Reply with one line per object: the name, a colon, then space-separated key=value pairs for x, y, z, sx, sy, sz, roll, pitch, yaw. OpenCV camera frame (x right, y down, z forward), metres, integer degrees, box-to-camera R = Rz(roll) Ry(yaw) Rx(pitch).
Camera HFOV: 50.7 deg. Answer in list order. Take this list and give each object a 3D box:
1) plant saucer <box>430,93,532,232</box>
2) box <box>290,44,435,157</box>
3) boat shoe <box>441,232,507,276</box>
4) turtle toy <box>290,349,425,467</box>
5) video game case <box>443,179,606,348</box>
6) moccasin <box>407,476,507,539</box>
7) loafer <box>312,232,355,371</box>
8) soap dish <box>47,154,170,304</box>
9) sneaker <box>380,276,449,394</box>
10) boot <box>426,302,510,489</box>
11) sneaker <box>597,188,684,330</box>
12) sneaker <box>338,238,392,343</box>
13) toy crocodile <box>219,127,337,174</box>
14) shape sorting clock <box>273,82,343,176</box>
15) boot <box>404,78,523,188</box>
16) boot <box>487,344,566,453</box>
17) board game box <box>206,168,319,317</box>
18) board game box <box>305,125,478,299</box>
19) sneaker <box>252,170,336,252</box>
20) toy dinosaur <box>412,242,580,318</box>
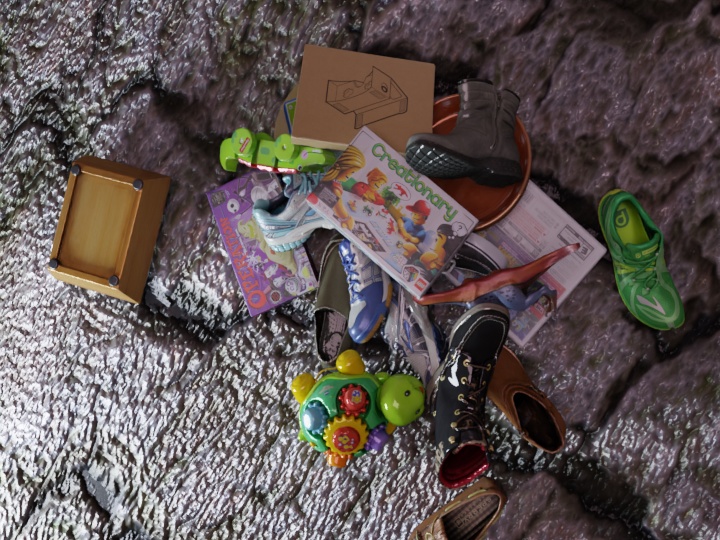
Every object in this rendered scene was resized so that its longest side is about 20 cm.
plant saucer: x=0.146 y=-0.151 z=1.082 sx=0.195 sy=0.032 sz=0.207 roll=-4 pitch=76 yaw=18
box: x=0.007 y=-0.238 z=1.074 sx=0.194 sy=0.021 sz=0.168 roll=7 pitch=64 yaw=-4
boat shoe: x=0.104 y=-0.027 z=1.038 sx=0.195 sy=0.074 sz=0.069 roll=26 pitch=68 yaw=-7
turtle toy: x=-0.002 y=0.196 z=1.055 sx=0.196 sy=0.102 sz=0.148 roll=-27 pitch=114 yaw=9
video game case: x=0.217 y=-0.027 z=1.086 sx=0.200 sy=0.023 sz=0.183 roll=43 pitch=96 yaw=8
moccasin: x=0.126 y=0.374 z=1.062 sx=0.200 sy=0.078 sz=0.074 roll=-38 pitch=82 yaw=8
loafer: x=-0.030 y=0.047 z=1.107 sx=0.073 sy=0.070 sz=0.207 roll=3 pitch=89 yaw=11
soap dish: x=-0.392 y=-0.067 z=1.176 sx=0.153 sy=0.081 sz=0.206 roll=15 pitch=90 yaw=11
sneaker: x=0.076 y=0.097 z=1.092 sx=0.083 sy=0.077 sz=0.205 roll=-19 pitch=77 yaw=20
boot: x=0.135 y=0.155 z=0.932 sx=0.071 sy=0.153 sz=0.202 roll=16 pitch=130 yaw=-12
sneaker: x=0.375 y=-0.013 z=1.022 sx=0.073 sy=0.083 sz=0.204 roll=-24 pitch=85 yaw=9
sneaker: x=0.000 y=0.000 z=1.064 sx=0.087 sy=0.075 sz=0.205 roll=25 pitch=59 yaw=-23
toy crocodile: x=-0.123 y=-0.166 z=1.101 sx=0.195 sy=0.067 sz=0.064 roll=12 pitch=96 yaw=26
shape sorting clock: x=-0.039 y=-0.199 z=1.131 sx=0.194 sy=0.039 sz=0.207 roll=-1 pitch=87 yaw=15
boot: x=0.134 y=-0.189 z=0.994 sx=0.067 sy=0.196 sz=0.135 roll=-18 pitch=70 yaw=52
boot: x=0.195 y=0.162 z=1.016 sx=0.076 sy=0.155 sz=0.201 roll=-41 pitch=82 yaw=7
board game box: x=-0.147 y=-0.047 z=1.155 sx=0.118 sy=0.032 sz=0.205 roll=-24 pitch=84 yaw=14
board game box: x=0.041 y=-0.076 z=0.996 sx=0.199 sy=0.035 sz=0.127 roll=39 pitch=85 yaw=7
sneaker: x=-0.064 y=-0.102 z=1.063 sx=0.197 sy=0.079 sz=0.087 roll=-29 pitch=125 yaw=14
toy dinosaur: x=0.165 y=0.018 z=1.014 sx=0.176 sy=0.106 sz=0.204 roll=10 pitch=116 yaw=-14
